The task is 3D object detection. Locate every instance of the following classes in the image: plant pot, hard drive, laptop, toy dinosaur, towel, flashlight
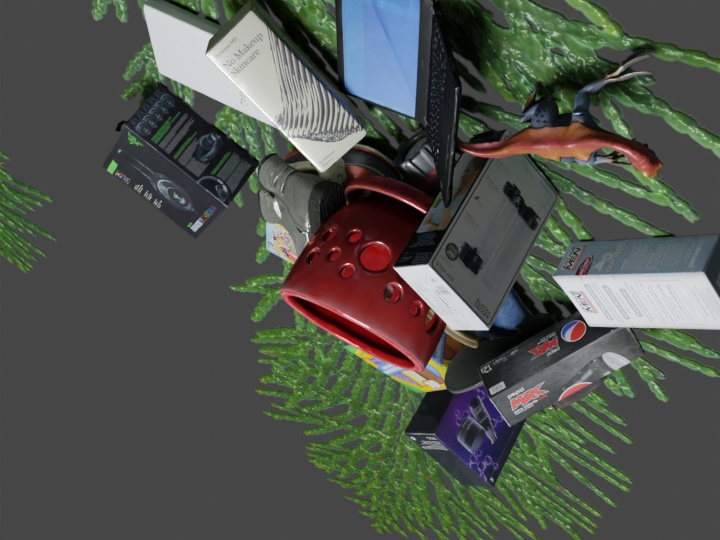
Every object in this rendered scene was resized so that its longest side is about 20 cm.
[{"bbox_3d":[0.029,0.001,1.173,0.200,0.183,0.200,28,166,7],"label":"plant pot"},{"bbox_3d":[-0.182,-0.266,1.250,0.199,0.027,0.132,26,154,12],"label":"hard drive"},{"bbox_3d":[0.036,-0.193,1.027,0.103,0.201,0.178,-7,144,-3],"label":"laptop"},{"bbox_3d":[0.208,-0.116,0.930,0.105,0.200,0.182,54,-167,-19],"label":"toy dinosaur"},{"bbox_3d":[0.157,0.015,1.333,0.111,0.049,0.200,0,138,50],"label":"towel"},{"bbox_3d":[0.128,-0.089,1.175,0.200,0.068,0.068,40,-163,-23],"label":"flashlight"}]

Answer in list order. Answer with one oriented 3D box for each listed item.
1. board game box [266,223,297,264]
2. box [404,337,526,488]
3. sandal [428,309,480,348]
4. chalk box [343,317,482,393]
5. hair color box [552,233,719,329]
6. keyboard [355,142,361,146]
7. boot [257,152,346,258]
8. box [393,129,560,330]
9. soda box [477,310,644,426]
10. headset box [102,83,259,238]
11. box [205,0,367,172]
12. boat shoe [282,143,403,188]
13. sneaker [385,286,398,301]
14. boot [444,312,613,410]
[{"bbox_3d":[-0.054,-0.031,1.505,0.199,0.034,0.135,28,153,10],"label":"board game box"},{"bbox_3d":[0.177,0.206,1.467,0.141,0.200,0.079,44,152,-24],"label":"box"},{"bbox_3d":[0.099,0.025,1.299,0.200,0.054,0.080,49,-171,-4],"label":"sandal"},{"bbox_3d":[0.067,0.077,1.409,0.200,0.125,0.124,34,149,-29],"label":"chalk box"},{"bbox_3d":[0.336,0.015,1.121,0.200,0.061,0.099,-3,137,49],"label":"hair color box"},{"bbox_3d":[-0.011,-0.146,1.286,0.056,0.011,0.200,14,148,33],"label":"keyboard"},{"bbox_3d":[-0.079,-0.052,1.283,0.130,0.068,0.201,27,129,36],"label":"boot"},{"bbox_3d":[0.135,-0.045,1.083,0.117,0.200,0.060,44,153,-26],"label":"box"},{"bbox_3d":[0.257,0.117,1.246,0.200,0.063,0.071,-31,126,11],"label":"soda box"},{"bbox_3d":[-0.280,-0.164,1.459,0.200,0.093,0.174,39,153,-12],"label":"headset box"},{"bbox_3d":[-0.086,-0.218,1.145,0.200,0.082,0.068,43,-163,-23],"label":"box"},{"bbox_3d":[-0.031,-0.125,1.265,0.200,0.063,0.071,14,146,41],"label":"boat shoe"},{"bbox_3d":[0.000,0.000,1.337,0.071,0.080,0.200,42,-162,-47],"label":"sneaker"},{"bbox_3d":[0.238,0.153,1.355,0.200,0.069,0.174,-28,133,21],"label":"boot"}]
